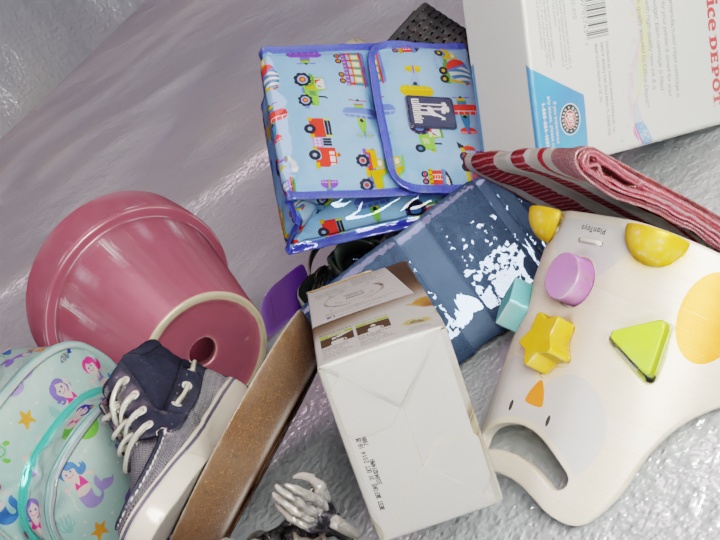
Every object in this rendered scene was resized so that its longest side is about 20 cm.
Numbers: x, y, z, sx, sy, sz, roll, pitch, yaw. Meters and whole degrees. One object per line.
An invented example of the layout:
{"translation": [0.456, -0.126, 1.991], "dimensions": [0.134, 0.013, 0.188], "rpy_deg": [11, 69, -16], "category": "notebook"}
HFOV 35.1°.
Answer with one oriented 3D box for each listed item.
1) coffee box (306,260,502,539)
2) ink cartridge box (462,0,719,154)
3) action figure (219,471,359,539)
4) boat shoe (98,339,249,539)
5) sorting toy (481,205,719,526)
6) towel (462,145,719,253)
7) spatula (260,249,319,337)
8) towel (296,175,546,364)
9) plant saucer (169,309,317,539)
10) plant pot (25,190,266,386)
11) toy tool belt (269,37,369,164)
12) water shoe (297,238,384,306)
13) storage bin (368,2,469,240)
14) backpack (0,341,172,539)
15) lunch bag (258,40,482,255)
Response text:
{"translation": [0.021, 0.073, 0.736], "dimensions": [0.079, 0.115, 0.200], "rpy_deg": [-19, 13, -1], "category": "coffee box"}
{"translation": [0.188, -0.170, 0.876], "dimensions": [0.199, 0.146, 0.085], "rpy_deg": [-16, 16, -24], "category": "ink cartridge box"}
{"translation": [-0.041, 0.189, 0.708], "dimensions": [0.199, 0.102, 0.119], "rpy_deg": [5, 59, 53], "category": "action figure"}
{"translation": [-0.146, 0.115, 0.772], "dimensions": [0.075, 0.092, 0.200], "rpy_deg": [-61, 0, 19], "category": "boat shoe"}
{"translation": [0.140, 0.063, 0.719], "dimensions": [0.200, 0.107, 0.181], "rpy_deg": [16, 76, 60], "category": "sorting toy"}
{"translation": [0.159, -0.043, 0.759], "dimensions": [0.023, 0.143, 0.200], "rpy_deg": [-65, 15, -2], "category": "towel"}
{"translation": [-0.042, -0.017, 1.115], "dimensions": [0.020, 0.057, 0.200], "rpy_deg": [14, 47, 21], "category": "spatula"}
{"translation": [0.058, 0.017, 0.873], "dimensions": [0.199, 0.112, 0.049], "rpy_deg": [-35, -13, 0], "category": "towel"}
{"translation": [-0.077, 0.123, 0.810], "dimensions": [0.201, 0.034, 0.200], "rpy_deg": [-63, -1, -2], "category": "plant saucer"}
{"translation": [-0.186, 0.047, 1.056], "dimensions": [0.200, 0.200, 0.179], "rpy_deg": [-44, 41, -14], "category": "plant pot"}
{"translation": [-0.002, -0.148, 1.243], "dimensions": [0.122, 0.125, 0.200], "rpy_deg": [27, 64, 20], "category": "toy tool belt"}
{"translation": [0.000, 0.000, 0.997], "dimensions": [0.199, 0.079, 0.072], "rpy_deg": [1, 44, 53], "category": "water shoe"}
{"translation": [0.038, -0.142, 1.099], "dimensions": [0.200, 0.093, 0.135], "rpy_deg": [-50, -10, -27], "category": "storage bin"}
{"translation": [-0.224, 0.157, 0.881], "dimensions": [0.150, 0.200, 0.178], "rpy_deg": [-10, 36, 45], "category": "backpack"}
{"translation": [0.023, -0.111, 0.956], "dimensions": [0.198, 0.094, 0.152], "rpy_deg": [-8, 63, -8], "category": "lunch bag"}
